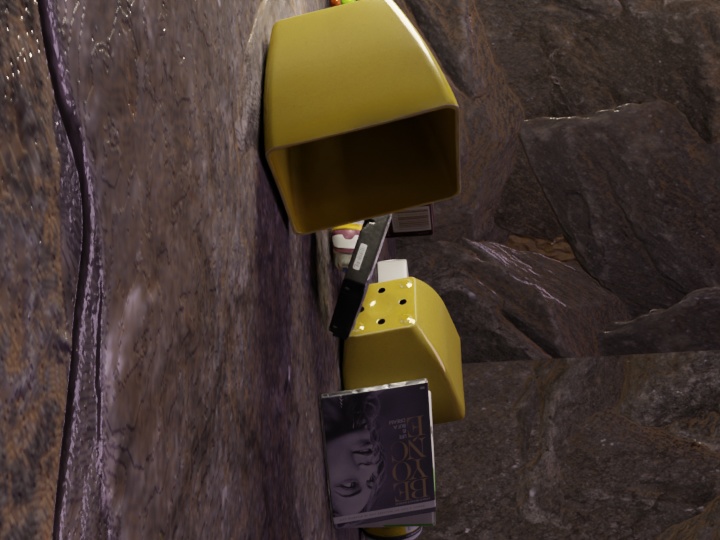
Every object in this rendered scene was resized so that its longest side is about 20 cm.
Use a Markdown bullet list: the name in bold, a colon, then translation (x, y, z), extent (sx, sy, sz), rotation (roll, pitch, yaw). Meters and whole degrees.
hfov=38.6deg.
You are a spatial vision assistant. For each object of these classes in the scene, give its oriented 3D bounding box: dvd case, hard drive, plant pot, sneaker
- **dvd case**: translation (0.026, 0.252, 1.408), extent (0.016, 0.147, 0.202), rotation (-120, -156, -69)
- **hard drive**: translation (0.000, 0.000, 1.458), extent (0.200, 0.037, 0.141), rotation (110, -1, -63)
- **plant pot**: translation (-0.007, -0.179, 1.133), extent (0.200, 0.198, 0.178), rotation (76, 1, -66)
- **plant pot**: translation (0.059, 0.125, 1.722), extent (0.197, 0.192, 0.201), rotation (-88, 164, -49)
- **sneaker**: translation (-0.012, -0.035, 1.673), extent (0.200, 0.074, 0.091), rotation (27, 68, -77)

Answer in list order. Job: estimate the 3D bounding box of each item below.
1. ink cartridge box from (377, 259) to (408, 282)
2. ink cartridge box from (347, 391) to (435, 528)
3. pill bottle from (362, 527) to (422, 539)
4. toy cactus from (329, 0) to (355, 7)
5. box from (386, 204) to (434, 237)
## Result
- **ink cartridge box**: translation (0.095, 0.077, 2.787), extent (0.200, 0.084, 0.147), rotation (72, 15, -65)
- **ink cartridge box**: translation (0.039, 0.281, 1.554), extent (0.201, 0.144, 0.085), rotation (-87, 174, -51)
- **pill bottle**: translation (0.051, 0.378, 1.842), extent (0.112, 0.111, 0.202), rotation (-72, 158, -77)
- **toy cactus**: translation (-0.026, -0.551, 1.786), extent (0.165, 0.101, 0.202), rotation (55, 39, -63)
- **box**: translation (0.055, -0.184, 1.973), extent (0.166, 0.162, 0.202), rotation (74, 13, -67)
